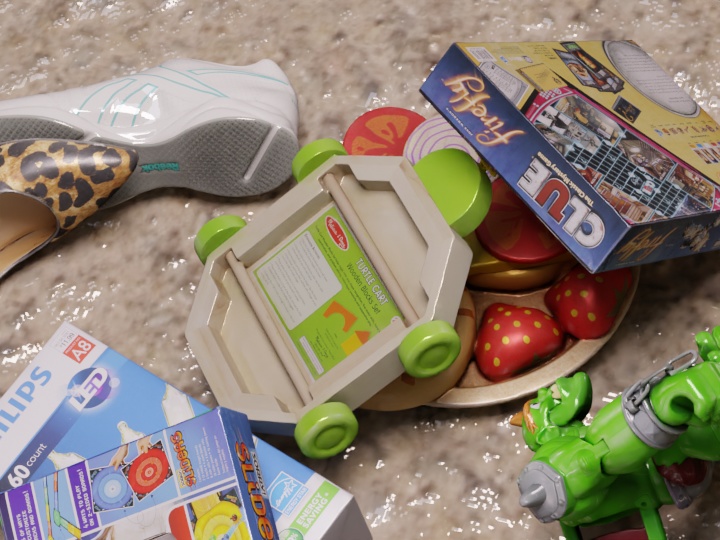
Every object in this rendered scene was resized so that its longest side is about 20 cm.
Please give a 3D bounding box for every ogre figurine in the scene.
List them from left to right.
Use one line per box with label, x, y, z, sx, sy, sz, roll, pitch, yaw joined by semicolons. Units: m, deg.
ogre figurine;0.141;0.087;1.168;0.120;0.200;0.098;-30;95;10

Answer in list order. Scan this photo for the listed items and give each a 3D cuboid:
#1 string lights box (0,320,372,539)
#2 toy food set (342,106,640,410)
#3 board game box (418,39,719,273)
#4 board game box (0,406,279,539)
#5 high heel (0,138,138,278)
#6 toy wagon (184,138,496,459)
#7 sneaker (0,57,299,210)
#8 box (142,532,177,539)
string lights box;-0.105;0.121;1.249;0.200;0.059;0.103;29;69;25
toy food set;0.055;-0.013;1.320;0.199;0.049;0.199;-10;55;4
board game box;0.134;-0.065;1.257;0.136;0.200;0.035;48;118;21
board game box;-0.095;0.183;1.163;0.135;0.034;0.201;-21;72;19
high heel;-0.212;0.006;1.333;0.199;0.071;0.143;-18;47;17
toy wagon;0.000;0.000;1.250;0.200;0.040;0.155;-38;52;9
sneaker;-0.131;-0.083;1.396;0.199;0.071;0.080;-1;41;6
box;-0.082;0.246;1.089;0.200;0.048;0.158;46;108;13
